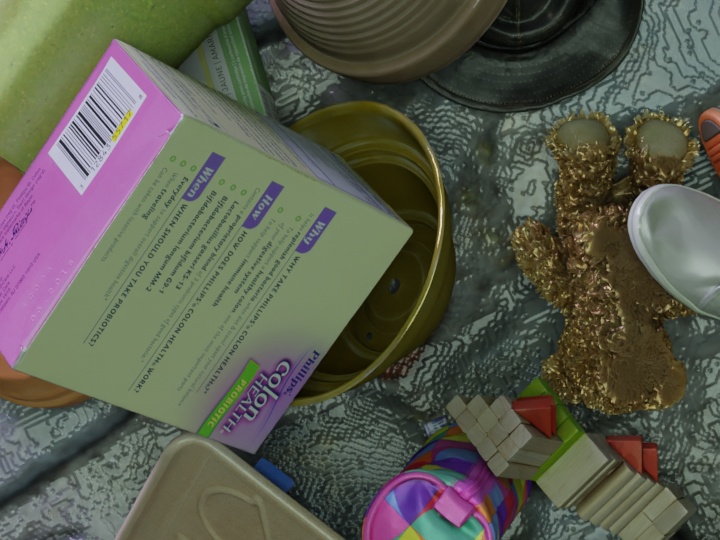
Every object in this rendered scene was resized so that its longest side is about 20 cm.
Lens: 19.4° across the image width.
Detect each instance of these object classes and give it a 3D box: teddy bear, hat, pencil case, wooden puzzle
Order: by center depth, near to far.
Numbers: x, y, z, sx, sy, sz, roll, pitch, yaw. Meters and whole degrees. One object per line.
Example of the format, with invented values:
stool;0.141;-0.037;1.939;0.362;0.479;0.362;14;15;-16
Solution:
pencil case;0.057;0.145;1.317;0.088;0.200;0.089;2;98;11
hat;0.096;-0.204;1.358;0.199;0.081;0.202;0;91;6
wooden puzzle;-0.054;0.193;1.358;0.199;0.186;0.046;34;51;1
teddy bear;0.167;-0.008;1.370;0.144;0.067;0.201;-15;89;-12

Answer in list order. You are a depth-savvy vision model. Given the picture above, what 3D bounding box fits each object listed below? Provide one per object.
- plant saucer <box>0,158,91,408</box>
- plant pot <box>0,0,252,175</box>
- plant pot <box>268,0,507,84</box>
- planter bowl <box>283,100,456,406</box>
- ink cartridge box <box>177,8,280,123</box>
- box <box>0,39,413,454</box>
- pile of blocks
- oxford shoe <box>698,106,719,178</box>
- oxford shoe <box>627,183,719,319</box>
plant saucer;-0.217;-0.009;1.368;0.199;0.037;0.202;2;94;34
plant pot;-0.182;-0.157;1.269;0.200;0.200;0.185;36;89;3
plant pot;0.002;-0.223;1.316;0.200;0.092;0.202;-6;81;36
planter bowl;0.000;0.000;1.351;0.200;0.083;0.202;-19;60;36
ink cartridge box;-0.154;-0.093;1.375;0.199;0.048;0.146;-20;74;10
box;-0.103;-0.010;1.249;0.176;0.199;0.097;-55;44;11
pile of blocks;0.144;0.113;1.338;0.200;0.082;0.062;33;110;-36
oxford shoe;0.303;-0.045;1.358;0.200;0.071;0.073;42;77;-4
oxford shoe;0.255;0.009;1.332;0.200;0.058;0.075;36;73;-15
